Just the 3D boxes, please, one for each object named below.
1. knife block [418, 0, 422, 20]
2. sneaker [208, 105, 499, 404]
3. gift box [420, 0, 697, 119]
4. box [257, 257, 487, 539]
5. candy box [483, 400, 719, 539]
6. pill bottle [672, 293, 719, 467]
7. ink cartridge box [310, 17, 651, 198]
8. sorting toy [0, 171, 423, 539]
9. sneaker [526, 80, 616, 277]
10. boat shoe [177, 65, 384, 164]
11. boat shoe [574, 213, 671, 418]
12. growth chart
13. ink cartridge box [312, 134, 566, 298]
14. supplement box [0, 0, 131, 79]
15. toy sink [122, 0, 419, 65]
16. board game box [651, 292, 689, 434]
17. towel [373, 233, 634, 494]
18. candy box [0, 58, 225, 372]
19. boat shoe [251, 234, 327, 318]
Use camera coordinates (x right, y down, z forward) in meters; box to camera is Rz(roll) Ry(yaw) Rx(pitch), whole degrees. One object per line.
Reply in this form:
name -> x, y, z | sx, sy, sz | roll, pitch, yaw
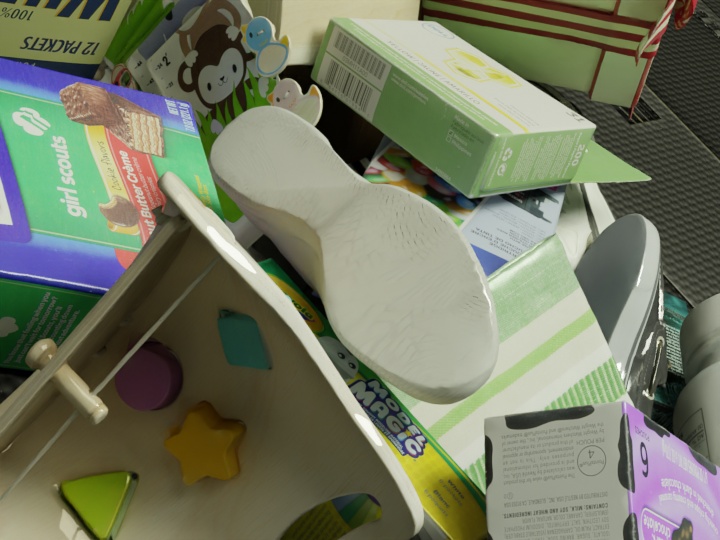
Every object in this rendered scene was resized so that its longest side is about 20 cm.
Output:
knife block -> 0.051, -0.213, 1.098 | 0.176, 0.199, 0.064 | 55, 25, -27
sneaker -> 0.006, -0.001, 0.717 | 0.200, 0.075, 0.089 | 48, -6, 35
gift box -> 0.144, -0.216, 0.986 | 0.185, 0.185, 0.202 | 11, 71, 5
box -> -0.017, 0.105, 0.700 | 0.200, 0.118, 0.048 | 49, 37, 17
candy box -> 0.121, 0.178, 0.653 | 0.168, 0.071, 0.202 | 32, 52, -55
pill bottle -> 0.255, 0.115, 0.907 | 0.114, 0.114, 0.201 | 21, 45, -21
ink cartridge box -> 0.086, -0.104, 0.904 | 0.199, 0.048, 0.145 | -10, 40, -47
sorting toy -> -0.071, 0.086, 0.644 | 0.180, 0.200, 0.107 | 45, 15, 3
sneaker -> 0.103, -0.072, 1.002 | 0.115, 0.076, 0.202 | 14, 42, -33
boat shoe -> -0.042, -0.117, 0.968 | 0.062, 0.074, 0.199 | 25, 11, 28
boat shoe -> 0.164, 0.064, 0.907 | 0.066, 0.070, 0.201 | 31, 59, -28
growth chart -> -0.091, -0.100, 0.862 | 0.018, 0.145, 0.201 | 0, 50, -45
ink cartridge box -> 0.053, -0.026, 0.848 | 0.119, 0.042, 0.200 | 24, 35, 1
supplement box -> -0.218, -0.255, 0.880 | 0.133, 0.200, 0.201 | 0, 48, -41
toy sink -> -0.074, -0.206, 0.948 | 0.199, 0.113, 0.130 | 19, 19, 40
board game box -> 0.154, 0.038, 1.009 | 0.199, 0.028, 0.136 | 24, 36, -19
towel -> 0.090, 0.104, 0.760 | 0.152, 0.023, 0.201 | -31, 100, -31
candy box -> -0.174, -0.031, 0.761 | 0.199, 0.077, 0.170 | 9, 43, -32
boat shoe -> 0.000, 0.000, 0.881 | 0.073, 0.076, 0.201 | -2, 50, -47
